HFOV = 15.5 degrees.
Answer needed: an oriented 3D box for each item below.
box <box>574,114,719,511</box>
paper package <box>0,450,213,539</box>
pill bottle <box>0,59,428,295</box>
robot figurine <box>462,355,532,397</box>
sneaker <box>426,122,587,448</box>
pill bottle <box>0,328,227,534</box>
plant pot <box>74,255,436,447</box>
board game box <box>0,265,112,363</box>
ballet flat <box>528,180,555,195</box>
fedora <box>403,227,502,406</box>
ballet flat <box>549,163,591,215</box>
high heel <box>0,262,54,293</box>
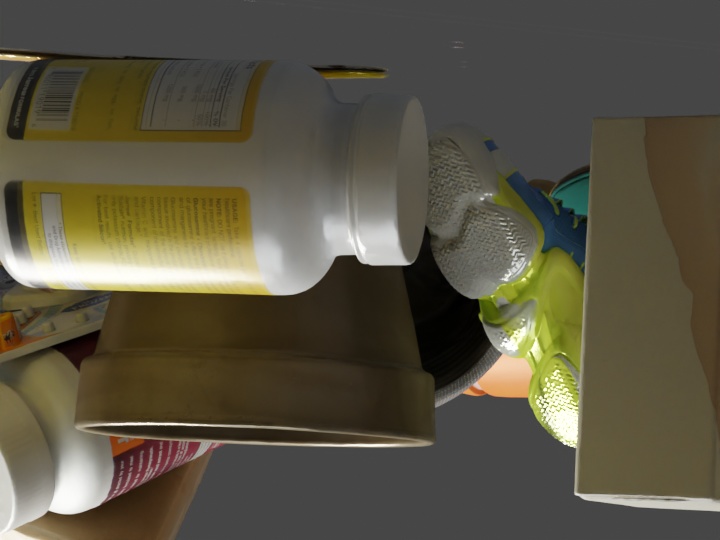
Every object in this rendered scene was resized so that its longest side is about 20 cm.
[{"bbox_3d":[0.166,0.024,1.396,0.077,0.202,0.095,0,174,24],"label":"box"},{"bbox_3d":[-0.203,0.126,1.741,0.190,0.201,0.104,22,135,1],"label":"paper package"},{"bbox_3d":[-0.072,-0.045,1.273,0.199,0.113,0.112,2,174,13],"label":"pill bottle"},{"bbox_3d":[0.126,0.034,1.931,0.199,0.117,0.144,-2,-166,26],"label":"robot figurine"},{"bbox_3d":[0.108,-0.006,1.467,0.105,0.201,0.076,-36,-161,-35],"label":"sneaker"},{"bbox_3d":[-0.162,0.085,1.643,0.199,0.110,0.109,-24,-168,-37],"label":"pill bottle"},{"bbox_3d":[-0.053,0.007,1.461,0.198,0.175,0.200,3,174,0],"label":"plant pot"},{"bbox_3d":[-0.196,0.004,1.694,0.199,0.026,0.200,-20,-162,-25],"label":"board game box"},{"bbox_3d":[0.168,0.019,1.590,0.063,0.201,0.069,-23,-157,26],"label":"ballet flat"},{"bbox_3d":[0.000,0.000,1.622,0.199,0.178,0.090,5,-157,-16],"label":"fedora"},{"bbox_3d":[0.202,-0.034,1.497,0.199,0.069,0.063,0,-171,35],"label":"ballet flat"},{"bbox_3d":[-0.202,-0.069,1.510,0.067,0.096,0.200,18,162,37],"label":"high heel"}]
